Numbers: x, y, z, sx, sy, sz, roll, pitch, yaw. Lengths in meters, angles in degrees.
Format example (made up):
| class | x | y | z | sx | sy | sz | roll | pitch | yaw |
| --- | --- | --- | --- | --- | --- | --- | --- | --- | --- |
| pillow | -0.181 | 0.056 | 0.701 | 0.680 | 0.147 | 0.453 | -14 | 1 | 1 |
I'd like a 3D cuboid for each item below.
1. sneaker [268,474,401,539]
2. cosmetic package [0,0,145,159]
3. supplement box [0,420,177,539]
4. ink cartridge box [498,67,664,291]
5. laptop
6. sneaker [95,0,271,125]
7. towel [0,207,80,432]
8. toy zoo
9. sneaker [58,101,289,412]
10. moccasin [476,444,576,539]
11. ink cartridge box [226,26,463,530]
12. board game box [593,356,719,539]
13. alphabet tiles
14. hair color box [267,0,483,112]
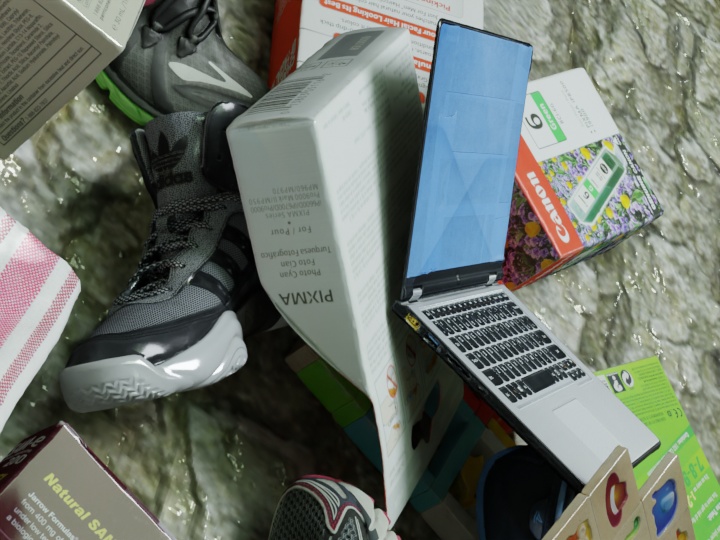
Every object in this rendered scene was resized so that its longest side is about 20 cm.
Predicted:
| class | x | y | z | sx | sy | sz | roll | pitch | yaw |
| --- | --- | --- | --- | --- | --- | --- | --- | --- | --- |
| sneaker | -0.032 | 0.171 | 0.826 | 0.074 | 0.080 | 0.201 | 32 | 43 | -25 |
| cosmetic package | -0.202 | -0.152 | 0.863 | 0.200 | 0.103 | 0.073 | 39 | 39 | -22 |
| supplement box | -0.140 | 0.162 | 0.663 | 0.109 | 0.061 | 0.200 | 48 | 66 | -10 |
| ink cartridge box | 0.095 | -0.051 | 1.153 | 0.199 | 0.050 | 0.110 | -20 | 79 | -52 |
| laptop | 0.097 | -0.008 | 0.958 | 0.200 | 0.116 | 0.187 | 45 | 15 | 12 |
| sneaker | -0.106 | -0.145 | 0.976 | 0.201 | 0.084 | 0.077 | 52 | 38 | -4 |
| towel | -0.208 | -0.018 | 0.772 | 0.199 | 0.030 | 0.147 | 37 | 28 | -11 |
| toy zoo | 0.056 | 0.081 | 1.032 | 0.200 | 0.020 | 0.131 | 49 | 40 | -10 |
| sneaker | -0.085 | -0.012 | 0.888 | 0.200 | 0.075 | 0.115 | -32 | 107 | -58 |
| moccasin | 0.104 | 0.184 | 0.953 | 0.080 | 0.068 | 0.202 | -6 | 81 | -50 |
| ink cartridge box | 0.000 | 0.000 | 0.930 | 0.160 | 0.047 | 0.202 | -52 | 136 | -64 |
| board game box | 0.184 | 0.150 | 1.120 | 0.095 | 0.030 | 0.201 | -9 | 67 | -49 |
| alphabet tiles | 0.112 | 0.185 | 0.883 | 0.167 | 0.008 | 0.201 | -45 | 132 | -33 |
| hair color box | 0.008 | -0.125 | 1.081 | 0.110 | 0.064 | 0.201 | 16 | 48 | -15 |
